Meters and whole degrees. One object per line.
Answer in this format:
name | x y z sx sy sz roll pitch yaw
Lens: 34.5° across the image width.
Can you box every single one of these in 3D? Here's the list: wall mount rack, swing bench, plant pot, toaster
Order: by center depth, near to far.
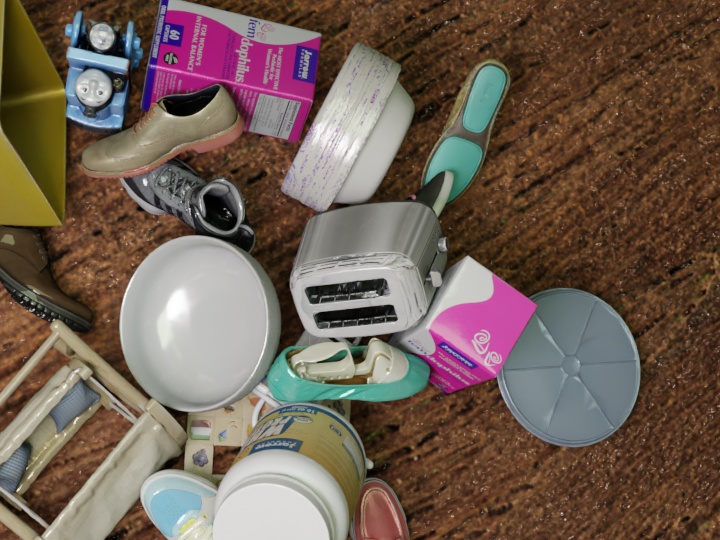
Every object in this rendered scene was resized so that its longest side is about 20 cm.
swing bench | -0.322 0.200 1.275 0.199 0.130 0.200 39 72 -3
plant pot | -0.442 -0.170 1.283 0.174 0.201 0.202 -8 61 3
toaster | 0.000 0.000 1.321 0.197 0.130 0.115 -5 123 16
wall mount rack | -0.033 0.136 1.377 0.173 0.075 0.201 35 74 -6

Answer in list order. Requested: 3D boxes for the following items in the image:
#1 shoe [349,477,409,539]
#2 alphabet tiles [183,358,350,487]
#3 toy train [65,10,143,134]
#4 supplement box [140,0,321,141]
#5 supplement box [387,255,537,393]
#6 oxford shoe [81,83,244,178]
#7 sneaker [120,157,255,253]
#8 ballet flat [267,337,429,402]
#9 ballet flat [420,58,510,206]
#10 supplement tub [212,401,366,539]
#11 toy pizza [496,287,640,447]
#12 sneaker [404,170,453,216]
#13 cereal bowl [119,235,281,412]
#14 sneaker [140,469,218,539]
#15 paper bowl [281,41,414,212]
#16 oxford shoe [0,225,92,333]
shoe | 0.037 0.341 1.347 0.071 0.091 0.203 -8 80 -14
alphabet tiles | -0.109 0.196 1.389 0.197 0.008 0.170 5 77 -12
toy train | -0.299 -0.224 1.339 0.086 0.200 0.116 9 87 -11
supplement box | -0.156 -0.241 1.407 0.197 0.103 0.102 11 64 -12
supplement box | 0.114 0.068 1.366 0.101 0.200 0.104 34 73 -3
oxford shoe | -0.238 -0.167 1.345 0.198 0.075 0.071 -20 47 0
sneaker | -0.203 -0.093 1.372 0.199 0.114 0.076 37 73 -3
ballet flat | -0.006 0.110 1.307 0.197 0.071 0.068 -3 50 -18
ballet flat | 0.134 -0.176 1.486 0.070 0.071 0.202 22 104 -7
supplement tub | -0.075 0.241 1.246 0.143 0.200 0.147 2 105 8
toy pizza | 0.262 0.123 1.477 0.197 0.032 0.203 3 78 -14
sneaker | 0.029 -0.064 1.433 0.099 0.071 0.201 38 84 -6
cereal bowl | -0.175 0.062 1.340 0.198 0.083 0.203 -2 84 23
sneaker | -0.157 0.306 1.261 0.080 0.131 0.200 -44 111 1
paper bowl | -0.007 -0.161 1.386 0.103 0.201 0.202 27 74 -5
oxford shoe | -0.380 -0.005 1.335 0.199 0.073 0.085 38 71 -3
